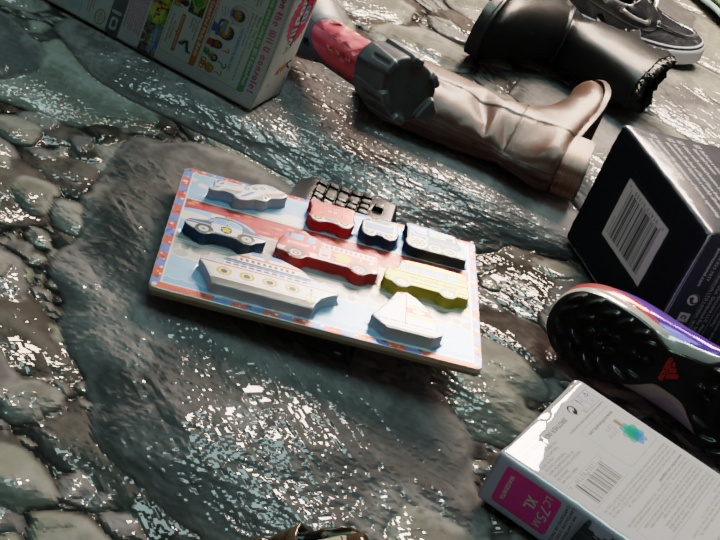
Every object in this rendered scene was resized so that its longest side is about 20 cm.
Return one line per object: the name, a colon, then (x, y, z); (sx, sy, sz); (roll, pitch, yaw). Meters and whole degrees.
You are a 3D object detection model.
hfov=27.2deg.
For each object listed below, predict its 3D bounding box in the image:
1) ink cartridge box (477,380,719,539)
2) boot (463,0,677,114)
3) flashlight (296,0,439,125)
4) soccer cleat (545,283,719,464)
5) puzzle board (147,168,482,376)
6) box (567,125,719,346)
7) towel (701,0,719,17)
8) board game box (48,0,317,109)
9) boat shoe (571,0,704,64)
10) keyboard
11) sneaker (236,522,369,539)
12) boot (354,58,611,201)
ink cartridge box: (0.174, 0.147, 0.823); (0.199, 0.042, 0.119); (32, 29, 18)
boot: (0.202, -0.205, 1.405); (0.162, 0.074, 0.198); (36, 30, 13)
flashlight: (-0.017, -0.177, 1.149); (0.067, 0.068, 0.200); (-10, 30, -28)
soccer cleat: (0.216, 0.068, 0.965); (0.199, 0.069, 0.073); (30, 21, 13)
puzzle board: (-0.022, -0.005, 0.915); (0.199, 0.017, 0.151); (14, 29, -6)
box: (0.279, -0.009, 1.092); (0.199, 0.108, 0.149); (10, 31, -23)
towel: (0.486, -0.347, 1.883); (0.170, 0.048, 0.200); (11, 31, -30)
board game box: (-0.129, -0.235, 1.114); (0.199, 0.148, 0.064); (30, 27, 9)
boat shoe: (0.288, -0.278, 1.587); (0.199, 0.068, 0.072); (16, 30, -16)
keyboard: (0.000, 0.000, 0.954); (0.126, 0.021, 0.200); (23, 29, -2)
sneaker: (-0.032, 0.135, 0.644); (0.199, 0.076, 0.071); (13, 31, -21)
boot: (0.102, -0.145, 1.236); (0.199, 0.065, 0.187); (22, 30, 3)
